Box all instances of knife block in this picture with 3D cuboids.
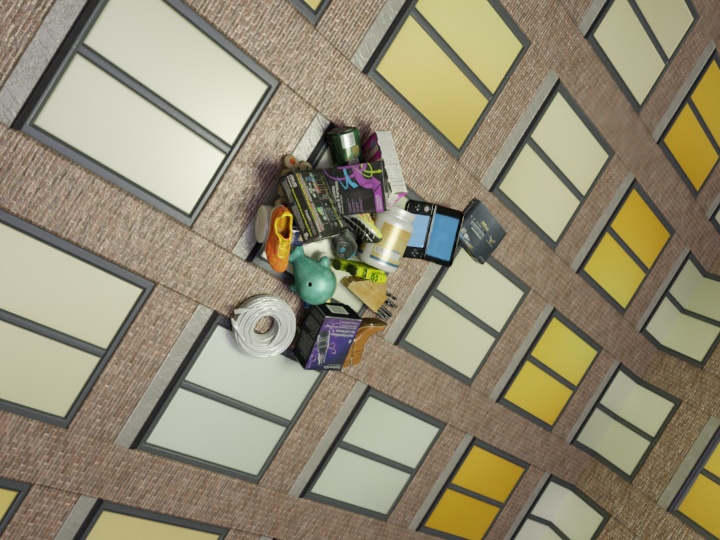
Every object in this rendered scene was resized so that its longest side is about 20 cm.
[{"bbox_3d":[0.032,0.101,1.776,0.198,0.064,0.178,-8,110,-26],"label":"knife block"}]

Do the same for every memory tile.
[{"bbox_3d":[-0.169,-0.234,1.519,0.152,0.017,0.202,22,61,-32],"label":"memory tile"}]

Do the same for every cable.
[{"bbox_3d":[-0.302,0.175,1.620,0.198,0.069,0.202,-18,115,-23],"label":"cable"}]

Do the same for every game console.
[{"bbox_3d":[0.236,-0.124,1.778,0.171,0.119,0.202,4,104,-29],"label":"game console"}]

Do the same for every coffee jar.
[{"bbox_3d":[-0.037,-0.329,1.571,0.085,0.104,0.202,-22,116,-22],"label":"coffee jar"}]

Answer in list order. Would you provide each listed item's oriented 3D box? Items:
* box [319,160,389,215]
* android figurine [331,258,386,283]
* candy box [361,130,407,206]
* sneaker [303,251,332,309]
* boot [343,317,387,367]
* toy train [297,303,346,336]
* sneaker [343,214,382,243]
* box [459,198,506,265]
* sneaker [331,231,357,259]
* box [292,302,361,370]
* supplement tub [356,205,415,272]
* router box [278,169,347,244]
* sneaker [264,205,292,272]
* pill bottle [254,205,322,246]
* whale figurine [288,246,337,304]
[{"bbox_3d":[-0.021,-0.234,1.509,0.198,0.036,0.145,-5,97,19],"label":"box"},{"bbox_3d":[0.000,0.000,1.658,0.199,0.181,0.042,8,99,-62],"label":"android figurine"},{"bbox_3d":[0.065,-0.300,1.568,0.060,0.136,0.202,-9,79,-25],"label":"candy box"},{"bbox_3d":[-0.146,0.041,1.654,0.104,0.076,0.202,-8,111,-25],"label":"sneaker"},{"bbox_3d":[0.000,0.254,1.802,0.198,0.077,0.157,-10,109,-22],"label":"boot"},{"bbox_3d":[-0.124,0.170,1.732,0.199,0.042,0.057,-26,107,-19],"label":"toy train"},{"bbox_3d":[0.004,-0.171,1.618,0.090,0.078,0.200,-39,78,-27],"label":"sneaker"},{"bbox_3d":[0.436,-0.142,1.919,0.200,0.051,0.158,42,84,-32],"label":"box"},{"bbox_3d":[-0.063,-0.115,1.646,0.073,0.082,0.201,-21,139,-3],"label":"sneaker"},{"bbox_3d":[-0.109,0.212,1.662,0.147,0.104,0.202,8,111,-37],"label":"box"},{"bbox_3d":[0.086,-0.108,1.687,0.144,0.144,0.202,19,98,-32],"label":"supplement tub"},{"bbox_3d":[-0.131,-0.181,1.454,0.149,0.062,0.202,-19,86,-60],"label":"router box"},{"bbox_3d":[-0.226,-0.079,1.443,0.072,0.077,0.202,-10,123,-24],"label":"sneaker"},{"bbox_3d":[-0.205,-0.129,1.542,0.198,0.111,0.112,3,105,-29],"label":"pill bottle"},{"bbox_3d":[-0.161,0.011,1.577,0.159,0.104,0.201,-38,84,12],"label":"whale figurine"}]
